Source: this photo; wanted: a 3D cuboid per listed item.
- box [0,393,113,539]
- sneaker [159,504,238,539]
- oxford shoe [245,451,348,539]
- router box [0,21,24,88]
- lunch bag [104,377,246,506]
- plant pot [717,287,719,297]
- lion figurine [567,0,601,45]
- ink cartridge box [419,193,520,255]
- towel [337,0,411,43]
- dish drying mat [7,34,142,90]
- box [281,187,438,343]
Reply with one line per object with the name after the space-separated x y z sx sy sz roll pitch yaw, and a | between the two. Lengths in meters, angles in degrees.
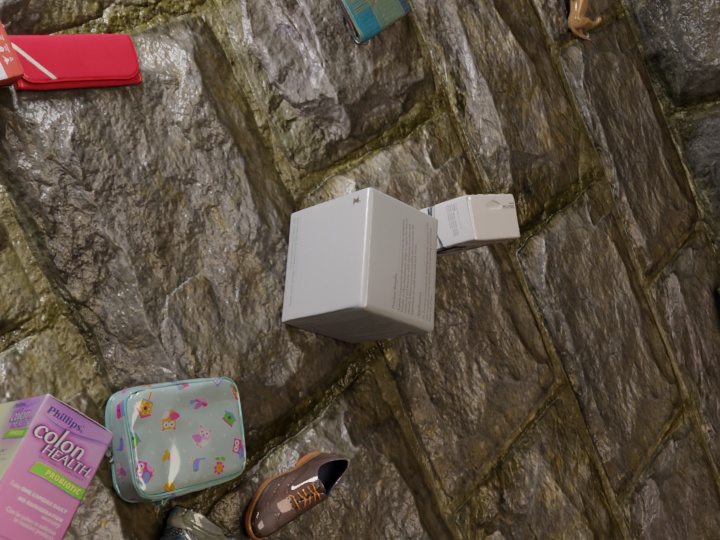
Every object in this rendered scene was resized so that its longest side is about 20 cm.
-0.400 0.257 0.999 0.097 0.175 0.201 40 54 -30 | box
-0.204 0.413 1.243 0.200 0.077 0.087 41 65 -22 | sneaker
-0.096 0.340 1.355 0.200 0.073 0.072 -38 107 -43 | oxford shoe
-0.544 -0.308 1.093 0.179 0.049 0.201 -32 103 -45 | router box
-0.256 0.235 1.221 0.199 0.077 0.162 -3 83 -45 | lunch bag
1.157 0.113 2.606 0.200 0.200 0.194 -17 80 -46 | plant pot
0.565 -0.687 2.292 0.122 0.072 0.202 -6 88 -38 | lion figurine
0.174 -0.079 1.646 0.144 0.199 0.085 -6 84 -45 | ink cartridge box
0.017 -0.544 1.740 0.200 0.022 0.147 -44 112 -44 | towel
-0.403 -0.298 1.255 0.199 0.018 0.077 -17 91 -46 | dish drying mat
0.000 0.000 1.452 0.171 0.199 0.201 21 66 -42 | box
